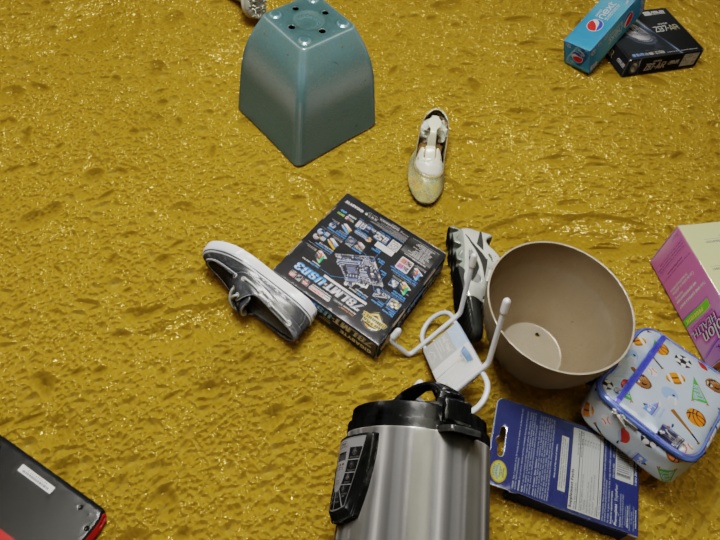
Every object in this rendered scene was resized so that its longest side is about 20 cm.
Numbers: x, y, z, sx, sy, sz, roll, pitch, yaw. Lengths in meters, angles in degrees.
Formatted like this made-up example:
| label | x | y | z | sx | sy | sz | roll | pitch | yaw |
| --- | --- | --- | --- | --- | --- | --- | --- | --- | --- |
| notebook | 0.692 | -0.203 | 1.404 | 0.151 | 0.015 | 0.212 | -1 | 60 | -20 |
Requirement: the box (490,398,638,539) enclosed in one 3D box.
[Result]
| label | x | y | z | sx | sy | sz | roll | pitch | yaw |
| --- | --- | --- | --- | --- | --- | --- | --- | --- | --- |
| box | 0.259 | 0.254 | 0.788 | 0.195 | 0.033 | 0.123 | 19 | 55 | 4 |

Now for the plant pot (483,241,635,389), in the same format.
| label | x | y | z | sx | sy | sz | roll | pitch | yaw |
| --- | --- | --- | --- | --- | --- | --- | --- | --- | --- |
| plant pot | 0.255 | 0.082 | 0.844 | 0.194 | 0.136 | 0.204 | 3 | 54 | -5 |

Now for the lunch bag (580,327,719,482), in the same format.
| label | x | y | z | sx | sy | sz | roll | pitch | yaw |
| --- | --- | --- | --- | --- | --- | --- | --- | --- | --- |
| lunch bag | 0.393 | 0.171 | 0.816 | 0.160 | 0.077 | 0.198 | 40 | 47 | 23 |

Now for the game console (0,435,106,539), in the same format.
| label | x | y | z | sx | sy | sz | roll | pitch | yaw |
| --- | --- | --- | --- | --- | --- | --- | --- | --- | --- |
| game console | -0.418 | 0.302 | 0.686 | 0.197 | 0.031 | 0.178 | 28 | 52 | 12 |

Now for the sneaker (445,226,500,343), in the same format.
| label | x | y | z | sx | sy | sz | roll | pitch | yaw |
| --- | --- | --- | --- | --- | --- | --- | --- | --- | --- |
| sneaker | 0.183 | 0.015 | 0.920 | 0.086 | 0.075 | 0.204 | 2 | 55 | -3 |

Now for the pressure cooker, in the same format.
| label | x | y | z | sx | sy | sz | roll | pitch | yaw |
| --- | --- | --- | --- | --- | --- | --- | --- | --- | --- |
| pressure cooker | 0.061 | 0.230 | 0.687 | 0.172 | 0.179 | 0.205 | -3 | 63 | 22 |

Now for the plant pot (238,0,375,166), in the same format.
| label | x | y | z | sx | sy | sz | roll | pitch | yaw |
| --- | --- | --- | --- | --- | --- | --- | --- | --- | --- |
| plant pot | -0.092 | -0.352 | 1.067 | 0.195 | 0.202 | 0.196 | -33 | 63 | -26 |

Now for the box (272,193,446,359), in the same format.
| label | x | y | z | sx | sy | sz | roll | pitch | yaw |
| --- | --- | --- | --- | --- | --- | --- | --- | --- | --- |
| box | 0.000 | 0.000 | 0.926 | 0.198 | 0.050 | 0.199 | 32 | 59 | 15 |

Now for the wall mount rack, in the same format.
| label | x | y | z | sx | sy | sz | roll | pitch | yaw |
| --- | --- | --- | --- | --- | --- | --- | --- | --- | --- |
| wall mount rack | 0.125 | 0.083 | 0.800 | 0.173 | 0.074 | 0.201 | -43 | 30 | 12 |

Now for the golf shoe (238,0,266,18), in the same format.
| label | x | y | z | sx | sy | sz | roll | pitch | yaw |
| --- | --- | --- | --- | --- | --- | --- | --- | --- | --- |
| golf shoe | -0.255 | -0.602 | 1.314 | 0.095 | 0.079 | 0.203 | -11 | 50 | 7 |

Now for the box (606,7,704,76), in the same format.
| label | x | y | z | sx | sy | sz | roll | pitch | yaw |
| --- | --- | --- | --- | --- | --- | --- | --- | --- | --- |
| box | 0.632 | -0.511 | 1.354 | 0.195 | 0.044 | 0.163 | -11 | 57 | -13 |

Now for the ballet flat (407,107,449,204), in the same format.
| label | x | y | z | sx | sy | sz | roll | pitch | yaw |
| --- | --- | --- | --- | --- | --- | --- | --- | --- | --- |
| ballet flat | 0.123 | -0.210 | 1.075 | 0.069 | 0.071 | 0.204 | 11 | 55 | 2 |

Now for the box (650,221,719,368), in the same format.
| label | x | y | z | sx | sy | sz | roll | pitch | yaw |
| --- | --- | --- | --- | --- | --- | --- | --- | --- | --- |
| box | 0.588 | 0.030 | 0.942 | 0.171 | 0.098 | 0.204 | -6 | 55 | -11 |

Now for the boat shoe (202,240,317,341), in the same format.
| label | x | y | z | sx | sy | sz | roll | pitch | yaw |
| --- | --- | --- | --- | --- | --- | --- | --- | --- | --- |
| boat shoe | -0.159 | 0.032 | 0.877 | 0.198 | 0.072 | 0.068 | 34 | 56 | 8 |

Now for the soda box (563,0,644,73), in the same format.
| label | x | y | z | sx | sy | sz | roll | pitch | yaw |
| --- | --- | --- | --- | --- | --- | --- | --- | --- | --- |
| soda box | 0.519 | -0.521 | 1.292 | 0.067 | 0.064 | 0.200 | 37 | 79 | 31 |
